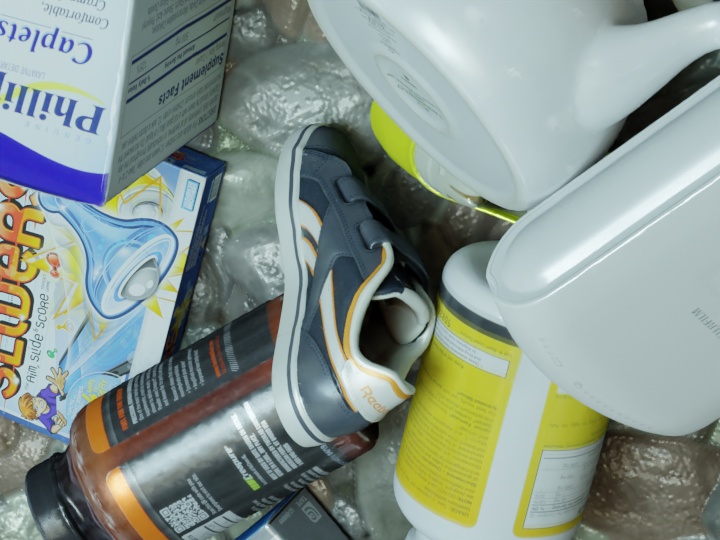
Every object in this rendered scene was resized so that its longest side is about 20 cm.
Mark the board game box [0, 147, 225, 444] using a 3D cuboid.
[{"bbox_3d":[-0.170,0.006,1.456,0.135,0.034,0.201,20,113,12],"label":"board game box"}]

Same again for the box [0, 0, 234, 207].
[{"bbox_3d":[-0.140,-0.162,1.307,0.104,0.184,0.201,15,111,12],"label":"box"}]

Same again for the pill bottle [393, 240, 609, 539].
[{"bbox_3d":[0.081,0.093,1.354,0.111,0.112,0.201,18,112,13],"label":"pill bottle"}]

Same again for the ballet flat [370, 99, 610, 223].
[{"bbox_3d":[0.090,-0.052,1.327,0.199,0.067,0.067,23,121,11],"label":"ballet flat"}]

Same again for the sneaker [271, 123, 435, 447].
[{"bbox_3d":[0.000,0.000,1.325,0.079,0.201,0.078,-18,145,26],"label":"sneaker"}]

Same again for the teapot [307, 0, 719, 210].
[{"bbox_3d":[0.075,-0.141,1.233,0.146,0.197,0.200,-45,92,-9],"label":"teapot"}]

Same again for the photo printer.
[{"bbox_3d":[0.174,-0.003,1.212,0.199,0.070,0.166,-35,133,19],"label":"photo printer"}]

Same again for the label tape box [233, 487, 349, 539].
[{"bbox_3d":[-0.030,0.256,1.474,0.144,0.063,0.200,-40,91,26],"label":"label tape box"}]

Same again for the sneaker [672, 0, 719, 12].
[{"bbox_3d":[0.167,-0.228,1.245,0.084,0.075,0.201,-27,103,20],"label":"sneaker"}]

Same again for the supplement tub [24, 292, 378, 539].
[{"bbox_3d":[-0.096,0.101,1.400,0.199,0.107,0.107,-28,97,10],"label":"supplement tub"}]
